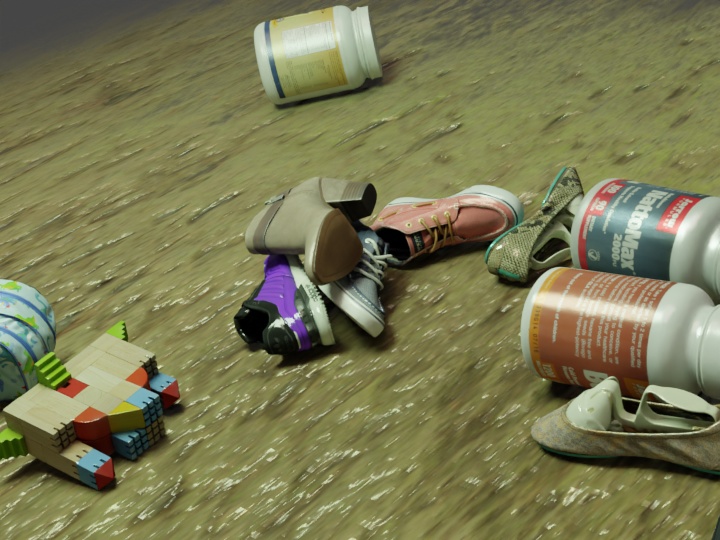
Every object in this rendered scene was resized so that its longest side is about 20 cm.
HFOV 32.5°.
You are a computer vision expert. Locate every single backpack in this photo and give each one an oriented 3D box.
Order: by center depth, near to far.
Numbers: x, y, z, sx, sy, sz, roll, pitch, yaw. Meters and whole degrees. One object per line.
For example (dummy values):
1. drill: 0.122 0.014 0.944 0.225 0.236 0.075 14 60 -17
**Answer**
1. backpack: -0.452 0.083 1.430 0.200 0.163 0.154 -11 34 -8

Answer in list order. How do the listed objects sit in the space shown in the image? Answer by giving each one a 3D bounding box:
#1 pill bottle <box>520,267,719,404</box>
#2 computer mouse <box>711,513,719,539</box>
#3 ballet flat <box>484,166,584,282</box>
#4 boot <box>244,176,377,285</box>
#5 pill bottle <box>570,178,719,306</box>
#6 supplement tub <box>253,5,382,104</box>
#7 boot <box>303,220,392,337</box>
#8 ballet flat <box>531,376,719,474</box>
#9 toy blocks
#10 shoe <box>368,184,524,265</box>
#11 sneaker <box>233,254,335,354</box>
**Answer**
1. pill bottle: 0.259 0.062 1.150 0.200 0.112 0.112 9 34 38
2. computer mouse: 0.257 0.189 0.723 0.140 0.046 0.200 8 68 51
3. ballet flat: 0.225 -0.047 1.450 0.075 0.068 0.200 28 50 24
4. boot: -0.069 -0.040 1.411 0.146 0.070 0.200 -9 29 30
5. pill bottle: 0.328 -0.023 1.272 0.120 0.120 0.200 -32 32 -32
6. supplement tub: -0.071 -0.372 2.119 0.200 0.145 0.144 -11 27 5
7. boot: 0.000 0.000 1.410 0.090 0.073 0.200 -46 29 1
8. ballet flat: 0.241 0.128 1.081 0.200 0.067 0.068 2 30 30
9. toy blocks: -0.265 0.145 1.288 0.137 0.100 0.200 19 41 30
10. shoe: 0.095 -0.048 1.497 0.200 0.072 0.091 -2 30 36
11. sneaker: -0.102 0.037 1.422 0.099 0.070 0.200 -21 27 -8
